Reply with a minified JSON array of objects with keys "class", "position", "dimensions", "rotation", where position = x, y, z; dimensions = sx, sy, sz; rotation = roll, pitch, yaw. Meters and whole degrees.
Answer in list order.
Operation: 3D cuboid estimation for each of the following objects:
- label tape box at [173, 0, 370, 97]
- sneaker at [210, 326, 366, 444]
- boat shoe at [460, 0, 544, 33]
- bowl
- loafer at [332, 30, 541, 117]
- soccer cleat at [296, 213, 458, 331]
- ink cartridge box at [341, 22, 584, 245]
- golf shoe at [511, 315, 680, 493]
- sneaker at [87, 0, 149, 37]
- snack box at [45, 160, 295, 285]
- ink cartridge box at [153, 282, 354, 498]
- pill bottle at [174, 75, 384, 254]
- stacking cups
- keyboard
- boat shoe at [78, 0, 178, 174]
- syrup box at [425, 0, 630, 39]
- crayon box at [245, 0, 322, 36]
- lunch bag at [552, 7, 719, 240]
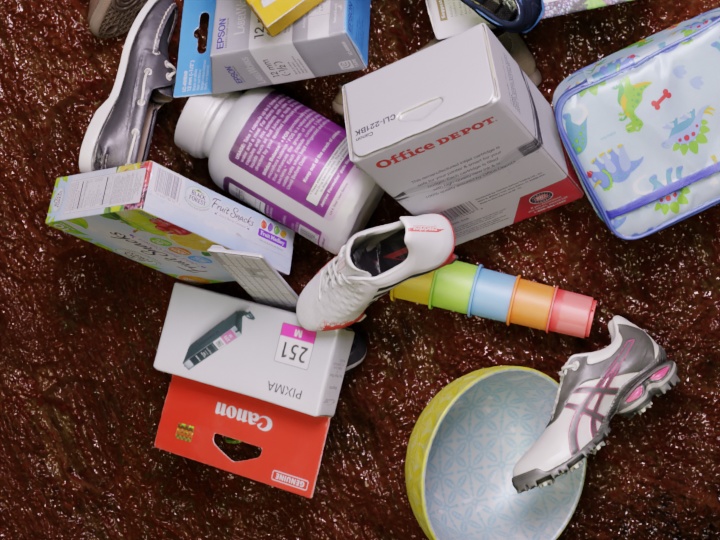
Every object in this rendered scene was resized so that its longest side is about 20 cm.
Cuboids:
[{"class":"label tape box","position":[-0.091,-0.249,1.244],"dimensions":[0.198,0.066,0.144],"rotation":[-5,64,18]},{"class":"sneaker","position":[-0.070,0.123,1.411],"dimensions":[0.199,0.072,0.083],"rotation":[-27,132,19]},{"class":"boat shoe","position":[0.078,-0.282,1.131],"dimensions":[0.199,0.069,0.084],"rotation":[37,112,5]},{"class":"bowl","position":[0.116,0.186,1.324],"dimensions":[0.107,0.199,0.202],"rotation":[13,119,60]},{"class":"loafer","position":[0.068,-0.185,1.253],"dimensions":[0.198,0.076,0.068],"rotation":[-9,104,9]},{"class":"soccer cleat","position":[0.000,0.000,1.234],"dimensions":[0.199,0.085,0.069],"rotation":[-28,66,36]},{"class":"ink cartridge box","position":[0.093,-0.115,1.194],"dimensions":[0.143,0.200,0.084],"rotation":[-21,60,22]},{"class":"golf shoe","position":[0.209,0.132,1.280],"dimensions":[0.200,0.077,0.088],"rotation":[-39,83,-12]},{"class":"sneaker","position":[-0.218,-0.324,1.310],"dimensions":[0.076,0.070,0.200],"rotation":[47,114,21]},{"class":"snack box","position":[-0.181,-0.042,1.294],"dimensions":[0.141,0.199,0.053],"rotation":[-4,70,40]},{"class":"ink cartridge box","position":[-0.120,0.119,1.352],"dimensions":[0.199,0.043,0.175],"rotation":[13,88,25]},{"class":"pill bottle","position":[-0.076,-0.109,1.299],"dimensions":[0.199,0.112,0.113],"rotation":[31,114,6]},{"class":"stacking cups","position":[0.132,0.021,1.312],"dimensions":[0.198,0.061,0.061],"rotation":[12,111,8]},{"class":"keyboard","position":[-0.094,0.015,1.316],"dimensions":[0.056,0.200,0.011],"rotation":[13,75,17]},{"class":"boat shoe","position":[-0.211,-0.176,1.306],"dimensions":[0.060,0.074,0.201],"rotation":[18,72,6]},{"class":"syrup box","position":[0.160,-0.268,1.190],"dimensions":[0.198,0.079,0.082],"rotation":[-9,105,20]},{"class":"crayon box","position":[-0.067,-0.297,1.190],"dimensions":[0.125,0.052,0.201],"rotation":[-35,56,2]},{"class":"lunch bag","position":[0.282,-0.128,1.181],"dimensions":[0.199,0.083,0.162],"rotation":[-23,104,12]}]
